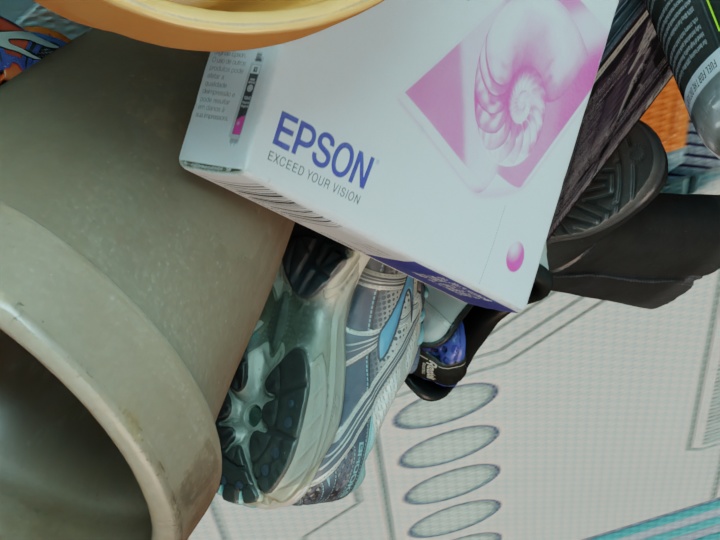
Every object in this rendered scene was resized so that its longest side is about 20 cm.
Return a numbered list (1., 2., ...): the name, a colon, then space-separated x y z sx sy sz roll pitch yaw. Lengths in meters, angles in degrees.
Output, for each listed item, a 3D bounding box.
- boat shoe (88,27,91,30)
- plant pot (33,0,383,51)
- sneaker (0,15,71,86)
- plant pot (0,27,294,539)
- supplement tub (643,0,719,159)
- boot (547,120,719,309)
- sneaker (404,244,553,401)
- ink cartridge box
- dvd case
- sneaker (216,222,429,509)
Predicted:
1. boat shoe: -0.035 -0.104 1.293 0.200 0.062 0.072 3 114 -31
2. plant pot: -0.061 -0.162 0.973 0.200 0.200 0.140 -11 175 -19
3. sneaker: -0.153 -0.075 1.221 0.200 0.078 0.075 5 111 -58
4. plant pot: -0.111 -0.002 1.132 0.175 0.200 0.200 -52 178 -30
5. supplement tub: 0.180 -0.127 1.216 0.122 0.200 0.123 -16 159 -6
6. boot: 0.159 -0.030 1.638 0.165 0.066 0.200 -23 157 39
7. sneaker: 0.001 0.000 1.295 0.199 0.115 0.081 -8 150 -7
8. ink cartridge box: 0.028 -0.104 1.140 0.043 0.200 0.196 12 172 40
9. dvd case: 0.132 -0.105 1.381 0.149 0.016 0.200 -52 169 -19
10. sneaker: -0.008 0.006 1.227 0.078 0.200 0.086 21 -177 38
